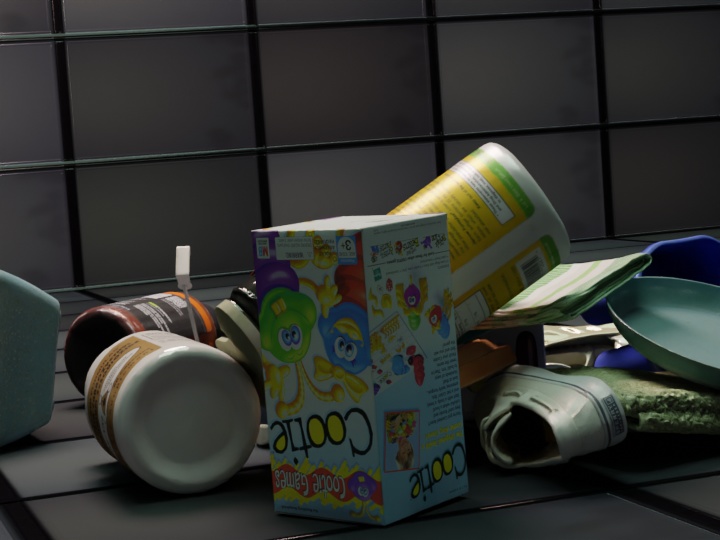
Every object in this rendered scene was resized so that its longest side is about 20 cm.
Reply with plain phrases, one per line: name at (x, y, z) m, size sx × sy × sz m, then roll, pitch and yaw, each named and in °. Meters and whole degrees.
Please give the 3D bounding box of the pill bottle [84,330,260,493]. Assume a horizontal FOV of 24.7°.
pill bottle at (-0.161, 0.108, 1.328) m, size 0.114 × 0.115 × 0.200 m, roll -6°, pitch 5°, yaw -20°

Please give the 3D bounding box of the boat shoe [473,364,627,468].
boat shoe at (0.123, 0.118, 1.253) m, size 0.070 × 0.071 × 0.200 m, roll -23°, pitch 8°, yaw -21°

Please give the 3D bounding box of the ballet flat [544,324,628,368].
ballet flat at (0.237, 0.087, 1.642) m, size 0.199 × 0.070 × 0.069 m, roll -6°, pitch 4°, yaw 5°

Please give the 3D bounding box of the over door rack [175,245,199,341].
over door rack at (-0.099, 0.061, 1.604) m, size 0.147 × 0.201 × 0.067 m, roll -4°, pitch 46°, yaw 0°

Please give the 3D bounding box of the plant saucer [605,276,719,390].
plant saucer at (0.293, 0.057, 1.336) m, size 0.199 × 0.028 × 0.200 m, roll 12°, pitch 19°, yaw -4°

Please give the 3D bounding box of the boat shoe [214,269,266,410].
boat shoe at (-0.072, 0.056, 1.281) m, size 0.063 × 0.074 × 0.202 m, roll -41°, pitch -13°, yaw -17°

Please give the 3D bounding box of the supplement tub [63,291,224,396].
supplement tub at (-0.226, 0.081, 1.789) m, size 0.106 × 0.108 × 0.200 m, roll -2°, pitch 4°, yaw 26°

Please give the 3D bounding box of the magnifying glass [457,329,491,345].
magnifying glass at (0.106, 0.046, 1.421) m, size 0.199 × 0.023 × 0.080 m, roll -24°, pitch -2°, yaw -19°

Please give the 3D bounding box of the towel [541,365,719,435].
towel at (0.239, 0.102, 1.309) m, size 0.199 × 0.037 × 0.148 m, roll 6°, pitch 3°, yaw -32°

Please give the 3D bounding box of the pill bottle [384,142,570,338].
pill bottle at (0.054, 0.000, 1.281) m, size 0.200 × 0.111 × 0.111 m, roll -35°, pitch 8°, yaw -5°

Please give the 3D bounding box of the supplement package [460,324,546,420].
supplement package at (0.074, 0.076, 1.548) m, size 0.199 × 0.112 × 0.156 m, roll -4°, pitch 4°, yaw 5°

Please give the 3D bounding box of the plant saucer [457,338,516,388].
plant saucer at (0.031, 0.100, 1.337) m, size 0.199 × 0.032 × 0.200 m, roll -24°, pitch -3°, yaw -1°

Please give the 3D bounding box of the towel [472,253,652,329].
towel at (0.124, 0.018, 1.389) m, size 0.199 × 0.024 × 0.152 m, roll -7°, pitch 13°, yaw 38°

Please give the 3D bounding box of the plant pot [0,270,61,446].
plant pot at (-0.390, 0.077, 1.532) m, size 0.199 × 0.197 × 0.196 m, roll 5°, pitch 0°, yaw -24°

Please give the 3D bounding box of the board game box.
board game box at (0.000, 0.065, 1.158) m, size 0.103 × 0.201 × 0.105 m, roll -1°, pitch 6°, yaw 39°

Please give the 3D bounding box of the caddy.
caddy at (0.289, 0.045, 1.485) m, size 0.105 × 0.142 × 0.199 m, roll -19°, pitch -7°, yaw 43°

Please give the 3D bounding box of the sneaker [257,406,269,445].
sneaker at (-0.068, 0.102, 1.509) m, size 0.074 × 0.085 × 0.200 m, roll -4°, pitch 4°, yaw -5°
